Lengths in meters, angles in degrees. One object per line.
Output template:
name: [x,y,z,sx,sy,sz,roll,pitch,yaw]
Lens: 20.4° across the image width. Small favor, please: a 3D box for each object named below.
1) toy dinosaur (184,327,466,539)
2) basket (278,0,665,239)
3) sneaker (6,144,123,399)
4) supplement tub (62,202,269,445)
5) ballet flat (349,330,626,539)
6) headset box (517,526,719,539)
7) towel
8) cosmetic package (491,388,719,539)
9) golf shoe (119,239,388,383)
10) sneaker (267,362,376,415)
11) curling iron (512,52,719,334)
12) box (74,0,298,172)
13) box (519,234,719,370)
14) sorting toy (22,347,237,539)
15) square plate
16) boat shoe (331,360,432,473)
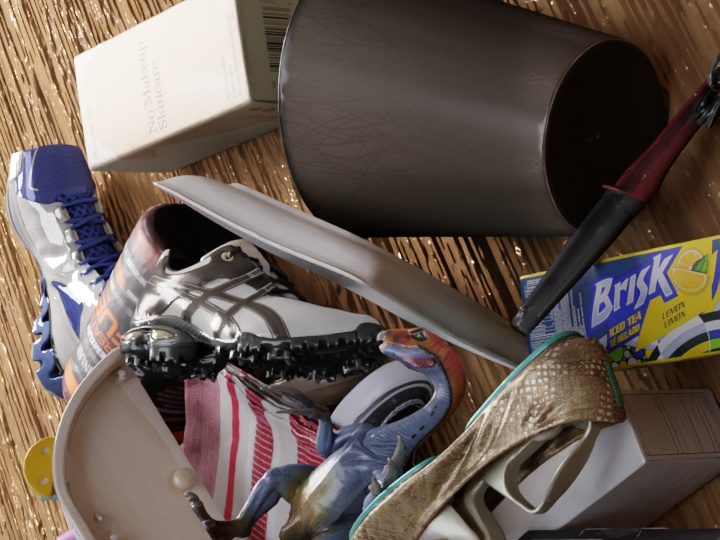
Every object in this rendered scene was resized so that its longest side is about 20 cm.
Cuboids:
toy dinosaur: [-0.012,0.116,1.213,0.105,0.181,0.200,54,171,21]
basket: [0.068,-0.092,1.188,0.199,0.136,0.181,12,117,44]
sneaker: [-0.200,-0.001,1.543,0.115,0.080,0.200,-5,94,45]
supplement tub: [-0.149,0.058,1.448,0.107,0.107,0.200,49,122,36]
ballet flat: [0.069,0.118,1.102,0.200,0.070,0.065,-48,59,27]
headset box: [0.155,0.223,1.076,0.148,0.075,0.201,-8,115,48]
towel: [-0.062,0.150,1.330,0.200,0.023,0.145,26,119,48]
cosmetic package: [0.122,0.138,1.170,0.200,0.082,0.051,-45,54,39]
golf shoe: [-0.068,0.022,1.294,0.199,0.078,0.095,1,72,31]
sneaker: [-0.043,0.110,1.381,0.200,0.070,0.076,-27,88,51]
curling iron: [0.149,-0.046,1.103,0.026,0.050,0.200,42,93,11]
box: [-0.115,-0.136,1.431,0.200,0.078,0.095,-19,78,47]
box: [0.184,0.017,1.103,0.200,0.070,0.065,-12,84,48]
sorting toy: [-0.163,0.185,1.380,0.200,0.107,0.180,57,158,12]
square plate: [0.000,0.000,1.222,0.198,0.200,0.029,26,88,42]
boat shoe: [0.006,0.147,1.309,0.068,0.072,0.200,52,130,36]
